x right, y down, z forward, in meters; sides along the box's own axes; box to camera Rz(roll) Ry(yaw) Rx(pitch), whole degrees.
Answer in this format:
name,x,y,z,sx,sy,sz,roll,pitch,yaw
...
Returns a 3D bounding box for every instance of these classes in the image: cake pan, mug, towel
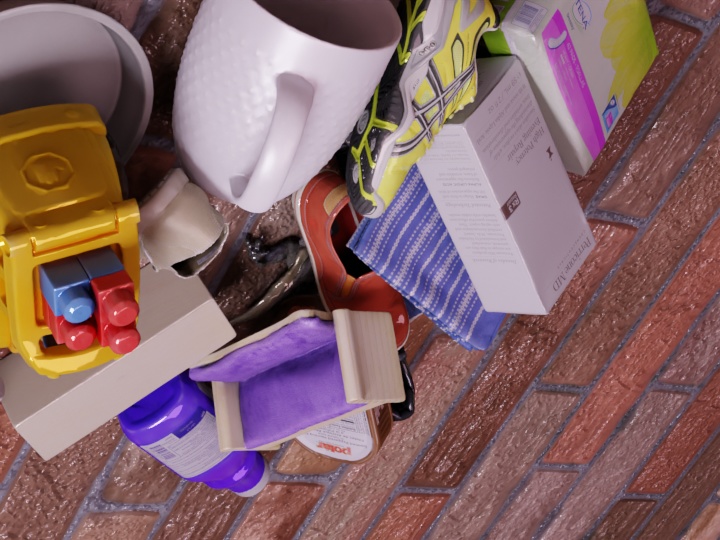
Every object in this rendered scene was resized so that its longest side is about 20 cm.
name,x,y,z,sx,sy,sz,roll,pitch,yaw
cake pan,-0.254,-0.123,1.216,0.200,0.037,0.201,-21,139,-19
mug,-0.068,-0.128,1.228,0.147,0.200,0.176,18,124,-17
towel,0.087,-0.028,1.420,0.200,0.024,0.145,39,81,-41

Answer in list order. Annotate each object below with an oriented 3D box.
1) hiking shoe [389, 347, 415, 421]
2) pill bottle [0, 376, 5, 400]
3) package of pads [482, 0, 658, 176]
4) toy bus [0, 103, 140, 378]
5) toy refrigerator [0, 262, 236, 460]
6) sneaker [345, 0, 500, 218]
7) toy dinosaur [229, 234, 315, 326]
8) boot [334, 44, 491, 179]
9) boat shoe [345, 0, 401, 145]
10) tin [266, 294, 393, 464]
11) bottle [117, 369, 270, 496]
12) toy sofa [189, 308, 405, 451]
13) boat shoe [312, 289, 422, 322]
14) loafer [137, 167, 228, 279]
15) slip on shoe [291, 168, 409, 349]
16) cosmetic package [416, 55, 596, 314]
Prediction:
name,x,y,z,sx,sy,sz,roll,pitch,yaw
hiking shoe,0.009,0.128,1.613,0.076,0.101,0.200,-20,138,-19
pill bottle,-0.388,0.142,1.320,0.200,0.113,0.112,-44,141,10
package of pads,0.187,-0.203,1.402,0.155,0.068,0.200,-58,146,-19
toy bus,-0.218,0.008,1.193,0.135,0.192,0.200,-18,139,-24
toy refrigerator,-0.215,0.073,1.411,0.200,0.076,0.070,-34,141,-5
sneaker,0.049,-0.131,1.252,0.076,0.075,0.200,19,98,-23
toy dinosaur,-0.055,-0.013,1.472,0.200,0.048,0.088,-35,148,2
boot,0.064,-0.090,1.452,0.158,0.079,0.211,-34,131,-14
boat shoe,0.038,-0.189,1.313,0.060,0.074,0.200,23,99,-22
tin,-0.032,0.108,1.540,0.042,0.112,0.200,-54,146,-39
bottle,-0.152,0.161,1.553,0.083,0.065,0.200,-34,142,7
toy sofa,-0.062,0.099,1.423,0.097,0.083,0.200,4,160,-41
boat shoe,0.026,0.015,1.525,0.200,0.072,0.072,-22,117,22
loafer,-0.146,-0.028,1.299,0.076,0.068,0.200,-45,180,-6
slip on shoe,0.000,0.000,1.419,0.074,0.061,0.200,-38,128,-22
cosmetic package,0.120,-0.069,1.366,0.102,0.074,0.200,-51,126,-34
